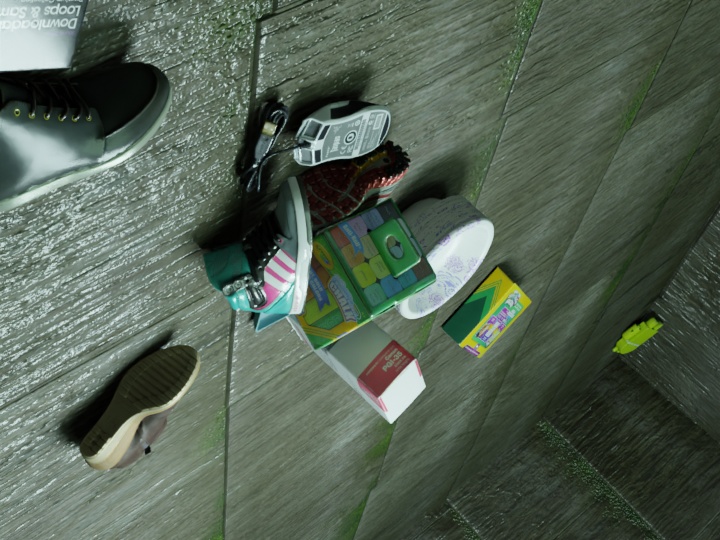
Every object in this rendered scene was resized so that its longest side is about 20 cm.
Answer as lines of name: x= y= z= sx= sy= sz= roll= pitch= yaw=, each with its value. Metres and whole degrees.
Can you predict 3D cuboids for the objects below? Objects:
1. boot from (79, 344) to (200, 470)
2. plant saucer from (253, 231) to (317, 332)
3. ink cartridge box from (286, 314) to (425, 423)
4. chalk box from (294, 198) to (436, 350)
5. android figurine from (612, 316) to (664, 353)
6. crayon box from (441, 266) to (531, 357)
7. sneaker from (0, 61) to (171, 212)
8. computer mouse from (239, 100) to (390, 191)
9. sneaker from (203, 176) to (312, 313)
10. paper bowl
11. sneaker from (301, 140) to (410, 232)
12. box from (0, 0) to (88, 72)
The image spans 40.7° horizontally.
boot: x=-0.281 y=0.183 z=1.287 sx=0.200 sy=0.072 sz=0.166 roll=-44 pitch=169 yaw=-8
plant saucer: x=-0.104 y=0.003 z=1.324 sx=0.070 sy=0.019 sz=0.201 roll=-27 pitch=151 yaw=-38
ink cartridge box: x=-0.006 y=0.118 z=1.449 sx=0.083 sy=0.200 sz=0.147 roll=-45 pitch=157 yaw=-10
chalk box: x=0.000 y=0.000 z=1.229 sx=0.123 sy=0.125 sz=0.200 roll=-27 pitch=175 yaw=-35
android figurine: x=1.009 y=0.239 z=3.541 sx=0.200 sy=0.041 sz=0.182 roll=-42 pitch=152 yaw=23
crayon box: x=0.271 y=0.093 z=2.058 sx=0.173 sy=0.058 sz=0.200 roll=-49 pitch=157 yaw=3
sneaker: x=-0.244 y=-0.130 z=0.791 sx=0.200 sy=0.075 sz=0.106 roll=-36 pitch=157 yaw=-20
computer mouse: x=-0.050 y=-0.158 z=1.126 sx=0.199 sy=0.044 sz=0.110 roll=-18 pitch=140 yaw=-38
sneaker: x=-0.124 y=-0.023 z=1.143 sx=0.120 sy=0.084 sz=0.201 roll=-5 pitch=133 yaw=-15
paper bowl: x=0.104 y=-0.031 z=1.512 sx=0.200 sy=0.104 sz=0.201 roll=-37 pitch=156 yaw=-19
sneaker: x=-0.019 y=-0.091 z=1.240 sx=0.199 sy=0.078 sz=0.082 roll=-27 pitch=156 yaw=-32
box: x=-0.247 y=-0.229 z=0.678 sx=0.143 sy=0.036 sz=0.201 roll=-19 pitch=146 yaw=-47
